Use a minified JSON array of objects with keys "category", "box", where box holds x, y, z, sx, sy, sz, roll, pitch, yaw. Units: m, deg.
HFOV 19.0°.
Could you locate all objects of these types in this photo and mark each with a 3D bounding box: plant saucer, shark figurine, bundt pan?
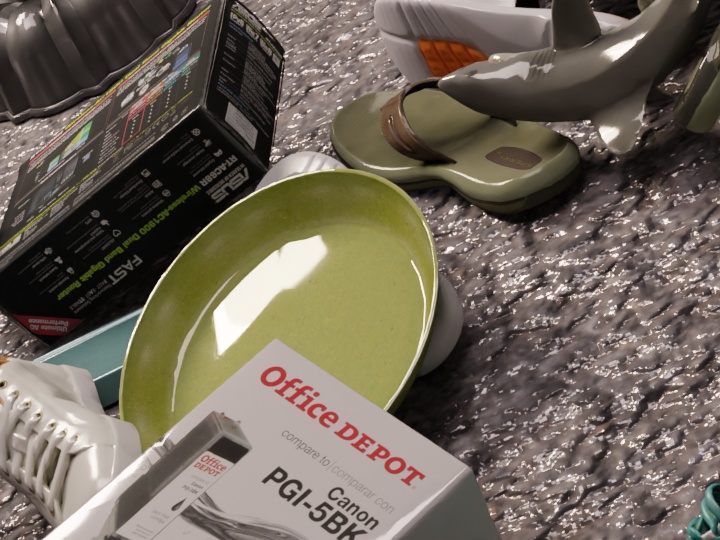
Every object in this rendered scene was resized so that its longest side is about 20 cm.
[{"category":"plant saucer","box":[-0.038,0.039,1.126,0.199,0.031,0.201,-20,49,25]},{"category":"shark figurine","box":[0.145,-0.112,1.144,0.214,0.127,0.090,-42,34,51]},{"category":"bundt pan","box":[-0.231,-0.206,1.680,0.200,0.076,0.203,-22,29,13]},{"category":"plant saucer","box":[-0.163,0.061,1.263,0.199,0.019,0.070,-27,29,6]}]

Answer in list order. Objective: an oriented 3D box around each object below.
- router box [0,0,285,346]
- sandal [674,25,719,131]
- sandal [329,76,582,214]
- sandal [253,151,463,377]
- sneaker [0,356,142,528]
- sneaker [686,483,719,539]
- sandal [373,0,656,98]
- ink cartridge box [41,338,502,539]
[{"category":"router box","box":[-0.139,-0.064,1.337,0.199,0.062,0.150,-36,26,24]},{"category":"sandal","box":[0.233,-0.132,1.167,0.057,0.080,0.201,29,52,13]},{"category":"sandal","box":[0.054,-0.085,1.259,0.080,0.058,0.200,-42,32,-22]},{"category":"sandal","box":[-0.005,0.005,1.186,0.082,0.050,0.203,-44,41,3]},{"category":"sneaker","box":[-0.172,0.096,1.129,0.200,0.084,0.073,35,107,66]},{"category":"sneaker","box":[0.147,0.116,0.842,0.199,0.080,0.078,-27,29,6]},{"category":"sandal","box":[0.102,-0.141,1.294,0.205,0.080,0.059,10,45,37]},{"category":"ink cartridge box","box":[-0.054,0.143,0.944,0.200,0.083,0.146,-41,44,-20]}]
